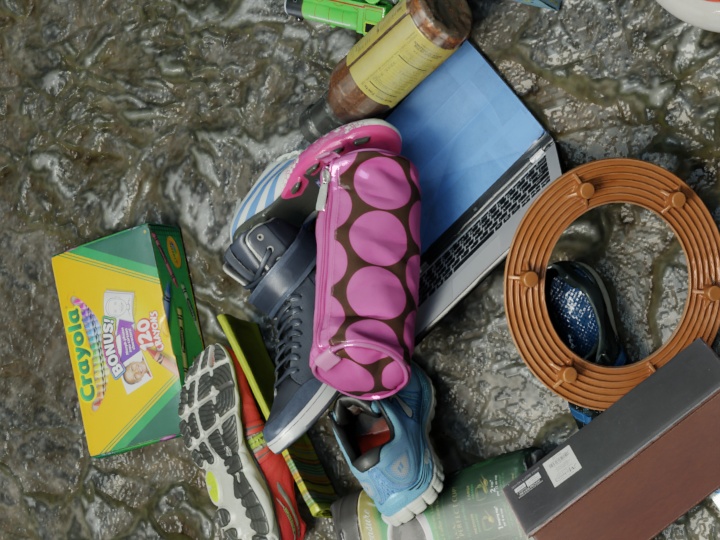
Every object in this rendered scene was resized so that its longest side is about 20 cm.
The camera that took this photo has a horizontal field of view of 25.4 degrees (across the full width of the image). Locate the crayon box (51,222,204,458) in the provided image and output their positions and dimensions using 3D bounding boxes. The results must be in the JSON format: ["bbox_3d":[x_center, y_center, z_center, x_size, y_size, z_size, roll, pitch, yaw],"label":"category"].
[{"bbox_3d":[-0.216,0.067,1.524,0.118,0.058,0.202,-17,81,25],"label":"crayon box"}]

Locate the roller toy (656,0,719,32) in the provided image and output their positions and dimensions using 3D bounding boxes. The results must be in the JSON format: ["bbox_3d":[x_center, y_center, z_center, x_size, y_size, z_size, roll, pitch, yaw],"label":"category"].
[{"bbox_3d":[0.307,-0.275,1.225,0.200,0.139,0.183,42,117,19],"label":"roller toy"}]

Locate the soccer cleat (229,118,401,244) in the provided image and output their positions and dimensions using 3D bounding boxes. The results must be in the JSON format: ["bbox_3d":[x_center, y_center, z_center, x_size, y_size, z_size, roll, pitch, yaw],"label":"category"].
[{"bbox_3d":[-0.047,-0.087,1.428,0.200,0.070,0.087,-37,36,27],"label":"soccer cleat"}]

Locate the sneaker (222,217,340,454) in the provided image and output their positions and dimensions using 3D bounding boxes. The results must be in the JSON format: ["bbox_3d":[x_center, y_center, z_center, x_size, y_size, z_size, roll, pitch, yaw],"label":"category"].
[{"bbox_3d":[-0.071,0.048,1.358,0.146,0.203,0.077,38,139,-9],"label":"sneaker"}]

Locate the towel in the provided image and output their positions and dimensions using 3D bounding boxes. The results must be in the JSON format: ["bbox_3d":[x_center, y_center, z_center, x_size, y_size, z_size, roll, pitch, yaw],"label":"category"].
[{"bbox_3d":[-0.069,0.130,1.435,0.018,0.086,0.201,-29,75,6],"label":"towel"}]

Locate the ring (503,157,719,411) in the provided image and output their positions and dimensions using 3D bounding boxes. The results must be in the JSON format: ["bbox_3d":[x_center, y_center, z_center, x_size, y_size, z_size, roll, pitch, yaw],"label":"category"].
[{"bbox_3d":[0.206,0.012,1.260,0.019,0.199,0.202,-166,76,-71],"label":"ring"}]

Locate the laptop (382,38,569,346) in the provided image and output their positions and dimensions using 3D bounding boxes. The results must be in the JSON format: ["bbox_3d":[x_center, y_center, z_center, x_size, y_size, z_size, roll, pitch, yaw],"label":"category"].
[{"bbox_3d":[0.067,-0.070,1.358,0.116,0.200,0.187,40,109,-14],"label":"laptop"}]

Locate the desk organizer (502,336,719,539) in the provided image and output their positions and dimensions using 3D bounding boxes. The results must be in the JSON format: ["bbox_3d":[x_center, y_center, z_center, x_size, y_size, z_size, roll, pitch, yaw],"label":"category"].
[{"bbox_3d":[0.218,0.153,1.246,0.200,0.072,0.077,-38,115,5],"label":"desk organizer"}]

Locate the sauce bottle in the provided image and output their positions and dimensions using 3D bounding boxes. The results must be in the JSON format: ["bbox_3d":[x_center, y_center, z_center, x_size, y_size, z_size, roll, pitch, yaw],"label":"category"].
[{"bbox_3d":[0.016,-0.174,1.386,0.200,0.066,0.066,-36,72,44],"label":"sauce bottle"}]

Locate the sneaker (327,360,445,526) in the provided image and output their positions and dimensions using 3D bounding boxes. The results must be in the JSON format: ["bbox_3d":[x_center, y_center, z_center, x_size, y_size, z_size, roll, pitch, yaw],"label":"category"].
[{"bbox_3d":[0.016,0.118,1.351,0.078,0.090,0.200,-37,31,13],"label":"sneaker"}]

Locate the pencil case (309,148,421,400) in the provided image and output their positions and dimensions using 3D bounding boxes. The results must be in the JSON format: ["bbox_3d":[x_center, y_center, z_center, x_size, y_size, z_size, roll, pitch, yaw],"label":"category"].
[{"bbox_3d":[0.000,0.000,1.311,0.090,0.093,0.201,-23,54,37],"label":"pencil case"}]

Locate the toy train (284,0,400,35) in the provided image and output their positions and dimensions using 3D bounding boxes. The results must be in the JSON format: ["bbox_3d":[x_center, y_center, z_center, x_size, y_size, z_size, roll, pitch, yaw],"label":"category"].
[{"bbox_3d":[0.009,-0.237,1.428,0.199,0.042,0.057,18,115,31],"label":"toy train"}]

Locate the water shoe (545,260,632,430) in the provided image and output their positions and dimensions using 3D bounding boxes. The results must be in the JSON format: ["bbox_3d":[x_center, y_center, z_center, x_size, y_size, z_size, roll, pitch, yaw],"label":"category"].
[{"bbox_3d":[0.189,0.089,1.309,0.071,0.079,0.201,-28,77,23],"label":"water shoe"}]

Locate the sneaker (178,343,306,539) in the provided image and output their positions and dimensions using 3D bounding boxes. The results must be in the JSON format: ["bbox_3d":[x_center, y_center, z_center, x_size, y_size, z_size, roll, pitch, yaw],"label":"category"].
[{"bbox_3d":[-0.104,0.165,1.452,0.077,0.085,0.201,-26,74,35],"label":"sneaker"}]

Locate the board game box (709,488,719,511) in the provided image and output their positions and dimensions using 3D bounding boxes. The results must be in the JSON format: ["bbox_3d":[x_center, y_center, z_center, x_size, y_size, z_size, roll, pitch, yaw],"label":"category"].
[{"bbox_3d":[0.383,0.207,1.226,0.151,0.047,0.201,-38,73,21],"label":"board game box"}]

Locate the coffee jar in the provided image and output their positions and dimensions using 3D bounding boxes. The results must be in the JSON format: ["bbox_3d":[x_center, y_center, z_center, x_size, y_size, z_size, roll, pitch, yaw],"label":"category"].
[{"bbox_3d":[0.074,0.220,1.360,0.199,0.085,0.105,-16,84,24],"label":"coffee jar"}]

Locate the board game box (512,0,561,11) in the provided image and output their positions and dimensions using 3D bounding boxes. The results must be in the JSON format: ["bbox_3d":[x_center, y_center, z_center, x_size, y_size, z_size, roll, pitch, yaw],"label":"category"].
[{"bbox_3d":[0.076,-0.300,1.362,0.199,0.105,0.104,18,96,25],"label":"board game box"}]
